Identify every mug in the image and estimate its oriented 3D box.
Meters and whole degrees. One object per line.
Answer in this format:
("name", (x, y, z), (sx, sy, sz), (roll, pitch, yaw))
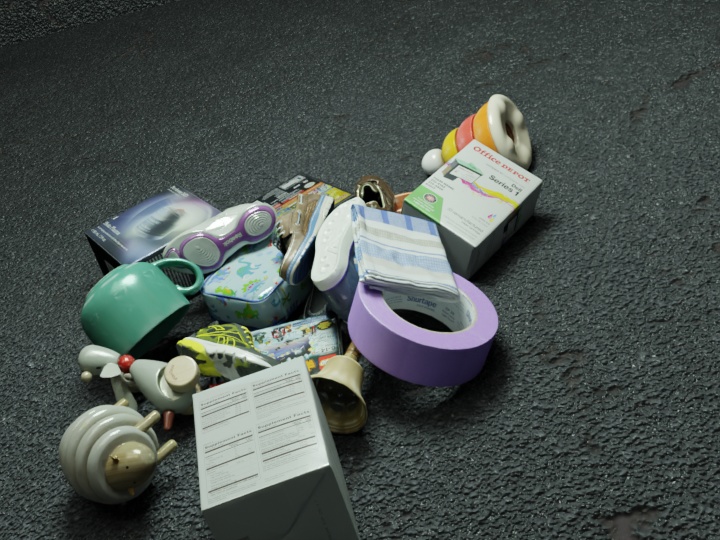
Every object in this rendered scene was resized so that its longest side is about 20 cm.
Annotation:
("mug", (-0.350, 0.054, 1.462), (0.185, 0.115, 0.152), (-41, -4, -47))

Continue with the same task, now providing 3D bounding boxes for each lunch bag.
("lunch bag", (-0.156, 0.011, 1.528), (0.159, 0.083, 0.200), (8, 41, 32))

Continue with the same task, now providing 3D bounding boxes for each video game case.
("video game case", (-0.134, -0.109, 1.749), (0.199, 0.026, 0.180), (-34, 36, -26))

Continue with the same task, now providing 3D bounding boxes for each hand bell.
("hand bell", (-0.009, 0.112, 1.277), (0.103, 0.105, 0.201), (0, 39, 24))

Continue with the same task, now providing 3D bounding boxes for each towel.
("towel", (0.059, -0.028, 1.321), (0.145, 0.024, 0.201), (12, 32, -14))

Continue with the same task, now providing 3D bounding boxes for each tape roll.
("tape roll", (0.085, 0.068, 1.272), (0.197, 0.066, 0.201), (12, 33, -7))

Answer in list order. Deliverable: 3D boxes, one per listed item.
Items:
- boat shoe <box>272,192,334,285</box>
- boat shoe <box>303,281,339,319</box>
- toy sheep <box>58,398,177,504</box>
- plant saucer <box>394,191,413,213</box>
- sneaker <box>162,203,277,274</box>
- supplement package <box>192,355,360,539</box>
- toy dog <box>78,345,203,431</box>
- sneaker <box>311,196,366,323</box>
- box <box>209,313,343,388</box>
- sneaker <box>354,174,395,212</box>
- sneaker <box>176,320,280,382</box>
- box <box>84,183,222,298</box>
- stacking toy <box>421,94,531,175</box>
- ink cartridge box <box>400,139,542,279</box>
("boat shoe", (-0.100, -0.052, 1.464), (0.071, 0.073, 0.201), (17, 38, 4))
("boat shoe", (-0.045, 0.004, 1.477), (0.071, 0.068, 0.201), (4, 51, 34))
("toy sheep", (-0.331, 0.240, 1.234), (0.138, 0.139, 0.199), (-40, 24, -32))
("plant saucer", (0.077, -0.069, 1.587), (0.197, 0.033, 0.201), (-12, 34, 8))
("sneaker", (-0.234, -0.054, 1.550), (0.198, 0.076, 0.100), (-24, 17, -11))
("supplement package", (-0.101, 0.238, 1.102), (0.149, 0.153, 0.201), (-19, 33, -2))
("toy dog", (-0.315, 0.173, 1.331), (0.197, 0.132, 0.097), (-1, 50, 28))
("sneaker", (0.000, 0.000, 1.421), (0.080, 0.147, 0.201), (-22, 33, 30))
("box", (-0.122, 0.135, 1.368), (0.197, 0.040, 0.138), (-15, 34, 3))
("sneaker", (0.024, -0.129, 1.600), (0.069, 0.076, 0.201), (-16, 33, 1))
("sneaker", (-0.175, 0.112, 1.320), (0.198, 0.075, 0.085), (13, 44, 37))
("box", (-0.350, -0.039, 1.654), (0.197, 0.125, 0.199), (-32, 36, -24))
("stacking toy", (0.200, -0.219, 1.700), (0.198, 0.147, 0.147), (-19, 27, 33))
("ink cartridge box", (0.177, -0.102, 1.499), (0.144, 0.085, 0.200), (35, 54, 21))
